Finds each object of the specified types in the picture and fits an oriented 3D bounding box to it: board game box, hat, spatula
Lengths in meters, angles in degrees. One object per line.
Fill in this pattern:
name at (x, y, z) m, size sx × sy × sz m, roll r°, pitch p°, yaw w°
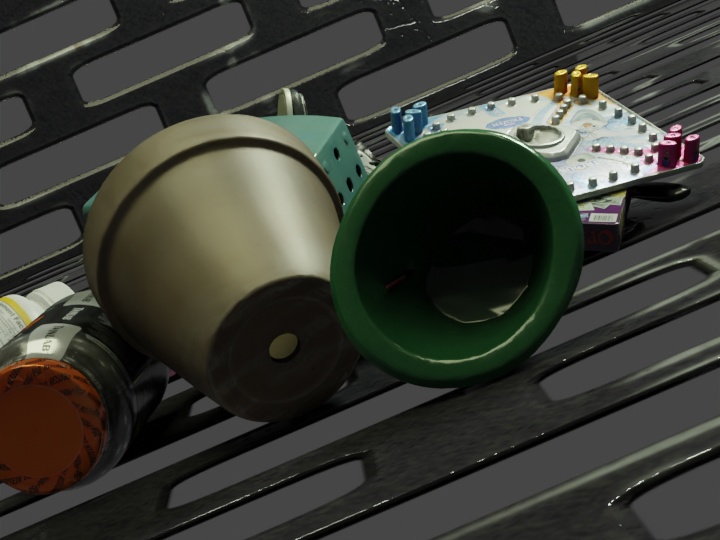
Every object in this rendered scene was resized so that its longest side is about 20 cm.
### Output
board game box at (0.113, -0.057, 1.254) m, size 0.198 × 0.033 × 0.120 m, roll 3°, pitch 33°, yaw 16°
hat at (0.083, 0.005, 1.092) m, size 0.164 × 0.201 × 0.176 m, roll 22°, pitch -12°, yaw 20°
board game box at (0.146, -0.110, 1.293) m, size 0.198 × 0.026 × 0.200 m, roll -14°, pitch 29°, yaw -18°
spatula at (0.216, -0.061, 1.321) m, size 0.056 × 0.021 × 0.200 m, roll -25°, pitch 7°, yaw -19°

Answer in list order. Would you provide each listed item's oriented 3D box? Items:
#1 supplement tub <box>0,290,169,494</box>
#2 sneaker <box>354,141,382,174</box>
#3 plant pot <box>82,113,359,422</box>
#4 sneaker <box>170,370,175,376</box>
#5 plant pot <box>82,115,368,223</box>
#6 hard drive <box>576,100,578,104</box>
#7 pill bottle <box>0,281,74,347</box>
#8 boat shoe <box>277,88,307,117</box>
supplement tub at (-0.222, 0.093, 1.212) m, size 0.122 × 0.124 × 0.200 m, roll -22°, pitch 8°, yaw 8°
sneaker at (0.014, -0.084, 1.592) m, size 0.198 × 0.089 × 0.076 m, roll 4°, pitch 11°, yaw -3°
plant pot at (-0.084, 0.013, 1.134) m, size 0.198 × 0.201 × 0.174 m, roll -24°, pitch 36°, yaw -10°
sneaker at (-0.186, 0.047, 1.455) m, size 0.199 × 0.096 × 0.079 m, roll -27°, pitch 20°, yaw -20°
plant pot at (-0.094, -0.043, 1.315) m, size 0.198 × 0.142 × 0.142 m, roll -15°, pitch 22°, yaw 23°
hard drive at (0.114, -0.114, 1.464) m, size 0.198 × 0.026 × 0.132 m, roll -23°, pitch 8°, yaw 10°
pill bottle at (-0.377, 0.095, 1.624) m, size 0.199 × 0.115 × 0.114 m, roll -28°, pitch 10°, yaw -32°
boat shoe at (-0.046, -0.095, 1.665) m, size 0.065 × 0.202 × 0.074 m, roll -9°, pitch 10°, yaw -9°
